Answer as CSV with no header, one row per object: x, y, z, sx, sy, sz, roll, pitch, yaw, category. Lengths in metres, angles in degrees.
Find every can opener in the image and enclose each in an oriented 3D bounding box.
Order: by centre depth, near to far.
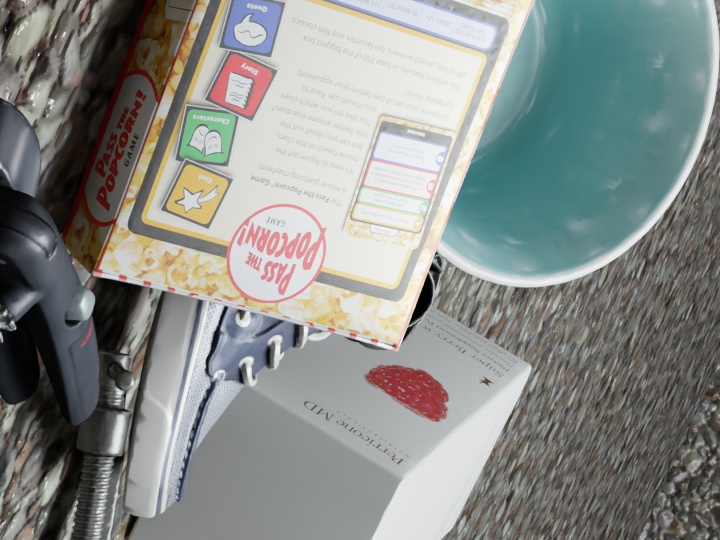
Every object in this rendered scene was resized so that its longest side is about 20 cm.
-0.126,0.013,0.952,0.079,0.063,0.200,-59,163,-23,can opener

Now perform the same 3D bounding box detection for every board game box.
-0.019,-0.079,1.031,0.151,0.046,0.200,16,102,-30,board game box

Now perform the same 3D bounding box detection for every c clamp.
-0.125,0.127,1.100,0.171,0.027,0.200,-119,-142,-82,c clamp

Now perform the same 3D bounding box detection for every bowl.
0.068,-0.101,1.226,0.201,0.105,0.201,-9,108,-30,bowl

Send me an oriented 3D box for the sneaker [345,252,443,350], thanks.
0.000,0.000,1.279,0.071,0.099,0.200,-70,165,10,sneaker

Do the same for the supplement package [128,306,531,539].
-0.012,0.096,1.325,0.120,0.121,0.200,-65,167,24,supplement package

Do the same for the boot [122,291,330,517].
-0.046,0.023,1.114,0.073,0.090,0.200,-111,-145,-78,boot
